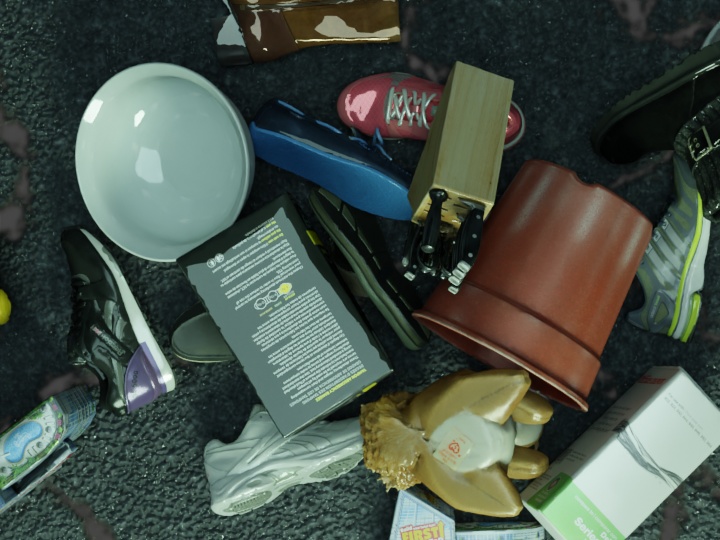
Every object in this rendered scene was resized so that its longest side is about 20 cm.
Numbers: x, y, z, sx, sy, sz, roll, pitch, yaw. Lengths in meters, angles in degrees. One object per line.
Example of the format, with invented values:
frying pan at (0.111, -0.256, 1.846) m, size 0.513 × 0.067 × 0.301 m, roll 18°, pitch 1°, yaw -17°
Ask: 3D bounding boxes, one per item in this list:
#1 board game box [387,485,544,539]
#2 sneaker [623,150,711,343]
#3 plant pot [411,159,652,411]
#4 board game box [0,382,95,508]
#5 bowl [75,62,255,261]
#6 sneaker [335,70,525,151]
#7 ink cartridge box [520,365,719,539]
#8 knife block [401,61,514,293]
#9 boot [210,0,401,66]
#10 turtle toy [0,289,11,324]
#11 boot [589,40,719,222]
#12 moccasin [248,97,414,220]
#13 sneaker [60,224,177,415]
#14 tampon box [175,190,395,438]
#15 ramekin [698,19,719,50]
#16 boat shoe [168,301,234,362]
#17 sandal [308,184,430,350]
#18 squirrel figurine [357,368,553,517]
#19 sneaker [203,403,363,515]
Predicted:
board game box at (0.096, 0.319, 1.738) m, size 0.199 × 0.062 × 0.201 m, roll -2°, pitch 93°, yaw 2°
sneaker at (0.316, -0.028, 1.713) m, size 0.080 × 0.074 × 0.201 m, roll 6°, pitch 91°, yaw 6°
plant pot at (0.185, 0.008, 1.667) m, size 0.200 × 0.201 × 0.196 m, roll 30°, pitch 85°, yaw 1°
board game box at (-0.360, 0.203, 1.673) m, size 0.200 × 0.200 × 0.062 m, roll -37°, pitch 91°, yaw 4°
bowl at (-0.184, -0.113, 1.701) m, size 0.200 × 0.090 × 0.202 m, roll 3°, pitch 99°, yaw 23°
sneaker at (0.073, -0.167, 1.706) m, size 0.199 × 0.087 × 0.074 m, roll 7°, pitch 92°, yaw 2°
ink cartridge box at (0.265, 0.194, 1.674) m, size 0.200 × 0.146 × 0.084 m, roll -43°, pitch 90°, yaw -4°
knife block at (0.096, -0.086, 1.589) m, size 0.064 × 0.176 × 0.201 m, roll 18°, pitch 102°, yaw -9°
boot at (-0.063, -0.314, 1.715) m, size 0.199 × 0.068 × 0.189 m, roll -10°, pitch 92°, yaw 2°
turtle toy at (-0.440, -0.021, 1.715) m, size 0.145 × 0.101 × 0.201 m, roll -7°, pitch 108°, yaw -6°
boot at (0.325, -0.113, 1.641) m, size 0.079 × 0.211 × 0.159 m, roll -7°, pitch 71°, yaw -38°
moccasin at (-0.015, -0.122, 1.704) m, size 0.199 × 0.080 × 0.068 m, roll 28°, pitch 55°, yaw -10°
sneaker at (-0.272, 0.053, 1.719) m, size 0.087 × 0.076 × 0.201 m, roll -29°, pitch 91°, yaw -20°
tampon box at (-0.067, 0.046, 1.628) m, size 0.126 × 0.150 × 0.201 m, roll -31°, pitch 86°, yaw 0°
ramekin at (0.442, -0.189, 1.689) m, size 0.201 × 0.094 × 0.204 m, roll 0°, pitch 92°, yaw 2°
boat shoe at (-0.106, 0.052, 1.735) m, size 0.200 × 0.063 × 0.074 m, roll -11°, pitch 94°, yaw 4°
sandal at (0.000, 0.001, 1.723) m, size 0.057 × 0.080 × 0.202 m, roll -31°, pitch 89°, yaw 28°
squirrel figurine at (0.096, 0.156, 1.672) m, size 0.199 × 0.187 × 0.142 m, roll -3°, pitch 96°, yaw 15°
sneaker at (-0.074, 0.176, 1.733) m, size 0.199 × 0.078 × 0.100 m, roll -19°, pitch 68°, yaw -8°
